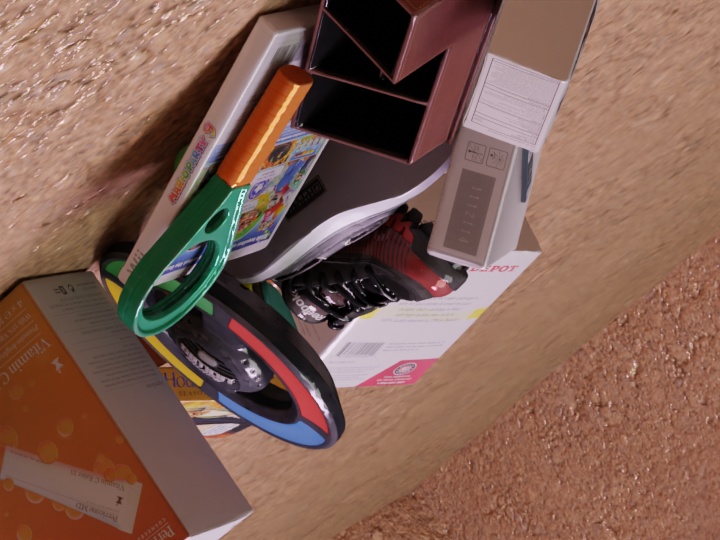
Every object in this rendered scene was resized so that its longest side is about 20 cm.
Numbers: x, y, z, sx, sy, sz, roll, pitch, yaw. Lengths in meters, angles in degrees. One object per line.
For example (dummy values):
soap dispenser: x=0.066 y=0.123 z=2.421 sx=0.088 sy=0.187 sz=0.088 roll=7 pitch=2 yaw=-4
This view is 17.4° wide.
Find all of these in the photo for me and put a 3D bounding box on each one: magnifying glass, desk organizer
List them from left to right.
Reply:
magnifying glass: x=-0.085 y=-0.038 z=1.401 sx=0.079 sy=0.022 sz=0.201 roll=-19 pitch=145 yaw=-56
desk organizer: x=0.021 y=-0.131 z=1.351 sx=0.077 sy=0.072 sz=0.200 roll=-36 pitch=163 yaw=-25

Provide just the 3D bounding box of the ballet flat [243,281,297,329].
ballet flat: x=-0.088 y=0.038 z=1.723 sx=0.067 sy=0.067 sz=0.200 roll=-14 pitch=167 yaw=3

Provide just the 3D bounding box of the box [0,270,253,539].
box: x=-0.187 y=0.119 z=1.548 sx=0.124 sy=0.200 sz=0.097 roll=-39 pitch=169 yaw=20

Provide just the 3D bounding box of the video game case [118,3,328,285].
video game case: x=-0.060 y=-0.079 z=1.436 sx=0.143 sy=0.018 sz=0.201 roll=-21 pitch=148 yaw=-55

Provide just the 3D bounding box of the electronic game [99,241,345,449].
electronic game: x=-0.093 y=0.051 z=1.568 sx=0.042 sy=0.200 sz=0.200 roll=-51 pitch=176 yaw=-19

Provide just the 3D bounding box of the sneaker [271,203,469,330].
sneaker: x=0.000 y=0.000 z=1.616 sx=0.098 sy=0.071 sz=0.200 roll=-52 pitch=-150 yaw=-12

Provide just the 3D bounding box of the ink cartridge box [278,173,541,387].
ink cartridge box: x=0.033 y=0.009 z=1.965 sx=0.145 sy=0.084 sz=0.200 roll=2 pitch=143 yaw=-42

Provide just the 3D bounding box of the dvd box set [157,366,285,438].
dvd box set: x=-0.158 y=0.100 z=1.743 sx=0.199 sy=0.030 sz=0.146 roll=1 pitch=164 yaw=-32

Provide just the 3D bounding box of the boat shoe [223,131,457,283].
boat shoe: x=-0.009 y=-0.054 z=1.560 sx=0.199 sy=0.069 sz=0.057 roll=-31 pitch=161 yaw=21

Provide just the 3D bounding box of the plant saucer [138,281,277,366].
plant saucer: x=-0.118 y=0.012 z=1.751 sx=0.200 sy=0.038 sz=0.200 roll=-35 pitch=170 yaw=-7

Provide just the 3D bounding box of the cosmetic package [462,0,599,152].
cosmetic package: x=0.114 y=-0.172 z=1.309 sx=0.083 sy=0.050 sz=0.201 roll=111 pitch=0 yaw=-64

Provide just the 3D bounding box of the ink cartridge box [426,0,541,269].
ink cartridge box: x=0.104 y=-0.113 z=1.513 sx=0.176 sy=0.044 sz=0.201 roll=-32 pitch=138 yaw=-72

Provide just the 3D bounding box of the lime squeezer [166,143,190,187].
lime squeezer: x=-0.090 y=-0.064 z=1.491 sx=0.070 sy=0.038 sz=0.200 roll=-29 pitch=166 yaw=-17
